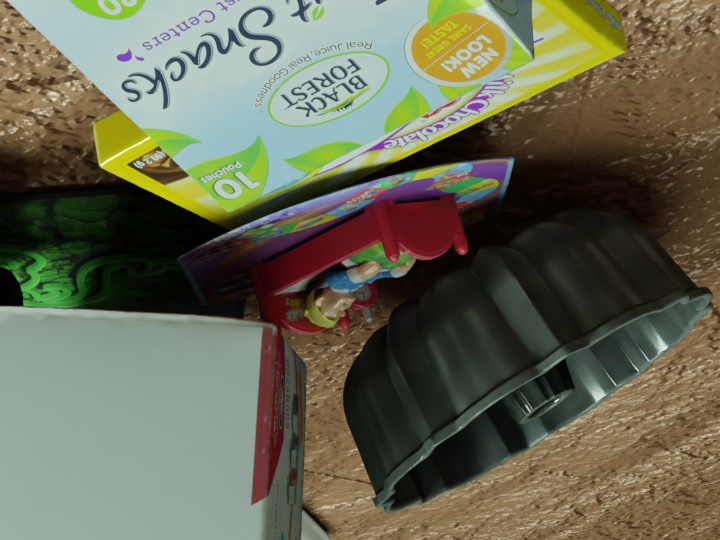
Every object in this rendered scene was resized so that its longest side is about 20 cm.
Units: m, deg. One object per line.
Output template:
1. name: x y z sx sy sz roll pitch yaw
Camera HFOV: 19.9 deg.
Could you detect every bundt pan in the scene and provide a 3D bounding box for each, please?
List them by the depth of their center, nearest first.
1. bundt pan: 0.076 0.038 1.037 0.201 0.076 0.202 -29 165 -8

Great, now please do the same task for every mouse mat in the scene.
1. mouse mat: -0.151 0.003 1.016 0.198 0.008 0.161 -4 152 -10

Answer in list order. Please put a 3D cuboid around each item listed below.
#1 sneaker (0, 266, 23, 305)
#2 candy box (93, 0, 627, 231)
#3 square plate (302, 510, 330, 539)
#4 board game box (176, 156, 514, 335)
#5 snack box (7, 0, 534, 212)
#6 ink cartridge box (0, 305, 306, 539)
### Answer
1. sneaker: -0.210 -0.013 0.896 0.082 0.071 0.200 -21 156 9
2. candy box: -0.001 -0.074 0.831 0.199 0.027 0.102 -25 153 27
3. square plate: -0.139 0.179 1.334 0.198 0.029 0.198 -16 153 10
4. board game box: 0.000 0.000 0.958 0.157 0.039 0.200 -17 171 -2
5. snack box: -0.050 -0.121 0.705 0.141 0.053 0.200 -23 132 27
6. ink cartridge box: -0.103 0.101 0.947 0.143 0.147 0.200 2 173 2
